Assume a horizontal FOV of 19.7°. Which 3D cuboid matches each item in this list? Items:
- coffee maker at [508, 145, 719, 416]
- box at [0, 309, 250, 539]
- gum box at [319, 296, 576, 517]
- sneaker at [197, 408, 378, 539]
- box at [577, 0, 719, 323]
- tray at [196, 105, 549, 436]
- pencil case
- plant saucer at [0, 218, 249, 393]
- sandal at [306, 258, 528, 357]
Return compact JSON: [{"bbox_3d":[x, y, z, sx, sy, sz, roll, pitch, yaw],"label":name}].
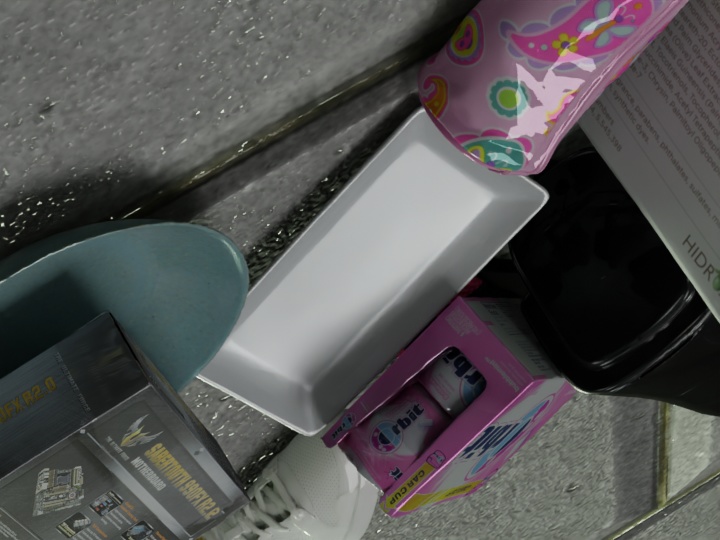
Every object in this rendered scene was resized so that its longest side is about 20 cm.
[{"bbox_3d":[0.202,0.022,1.240,0.200,0.192,0.135,11,110,-58],"label":"coffee maker"},{"bbox_3d":[-0.155,0.115,1.065,0.158,0.048,0.200,-34,155,-2],"label":"box"},{"bbox_3d":[0.061,0.078,1.222,0.114,0.066,0.200,-46,167,11],"label":"gum box"},{"bbox_3d":[-0.070,0.170,1.312,0.115,0.074,0.200,-15,149,-39],"label":"sneaker"},{"bbox_3d":[0.253,-0.094,1.097,0.198,0.201,0.172,-8,146,-40],"label":"box"},{"bbox_3d":[0.000,0.000,1.130,0.107,0.022,0.200,31,111,-37],"label":"tray"},{"bbox_3d":[0.115,-0.135,1.002,0.200,0.088,0.087,-47,151,26],"label":"pencil case"},{"bbox_3d":[-0.150,0.032,1.029,0.200,0.039,0.201,-26,153,-14],"label":"plant saucer"},{"bbox_3d":[0.044,0.023,1.226,0.199,0.045,0.075,1,139,-49],"label":"sandal"}]
